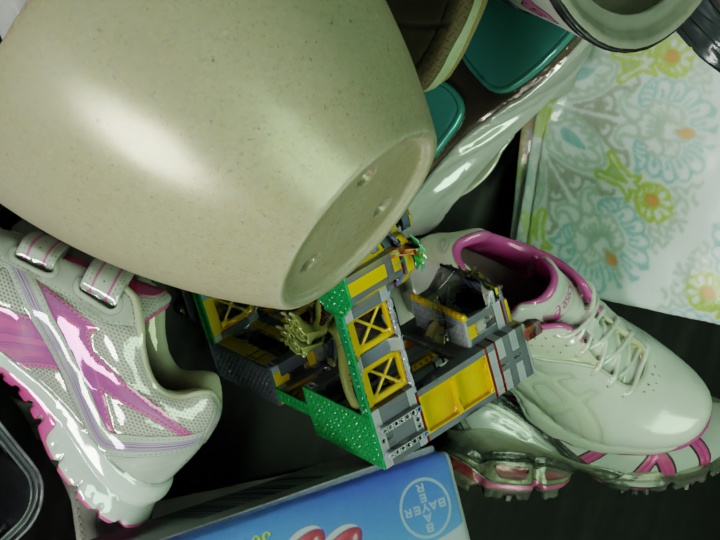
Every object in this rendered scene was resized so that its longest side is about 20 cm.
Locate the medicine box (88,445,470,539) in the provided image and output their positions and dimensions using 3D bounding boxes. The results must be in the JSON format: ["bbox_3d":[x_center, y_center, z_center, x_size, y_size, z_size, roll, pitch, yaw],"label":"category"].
[{"bbox_3d":[-0.031,0.206,1.341,0.182,0.103,0.201,-16,93,-30],"label":"medicine box"}]

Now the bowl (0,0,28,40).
[{"bbox_3d":[-0.094,-0.158,1.274,0.200,0.075,0.200,-45,163,-11],"label":"bowl"}]

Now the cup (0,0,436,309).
[{"bbox_3d":[-0.052,-0.066,1.209,0.200,0.143,0.200,-44,165,-16],"label":"cup"}]

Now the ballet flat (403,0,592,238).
[{"bbox_3d":[0.069,-0.092,1.435,0.069,0.070,0.200,29,112,-38],"label":"ballet flat"}]

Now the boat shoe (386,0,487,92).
[{"bbox_3d":[0.052,-0.184,1.342,0.076,0.072,0.201,-17,125,-56],"label":"boat shoe"}]

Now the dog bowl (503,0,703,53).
[{"bbox_3d":[0.107,-0.205,1.290,0.200,0.074,0.201,-21,117,-49],"label":"dog bowl"}]

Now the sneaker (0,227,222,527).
[{"bbox_3d":[-0.137,0.019,1.291,0.088,0.081,0.200,-38,100,12],"label":"sneaker"}]

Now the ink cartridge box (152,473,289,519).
[{"bbox_3d":[-0.044,0.220,1.476,0.146,0.086,0.201,-10,114,-30],"label":"ink cartridge box"}]

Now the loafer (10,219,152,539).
[{"bbox_3d":[-0.138,0.064,1.374,0.070,0.070,0.201,0,107,5],"label":"loafer"}]

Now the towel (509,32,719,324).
[{"bbox_3d":[0.176,-0.062,1.467,0.048,0.199,0.172,-29,128,-61],"label":"towel"}]

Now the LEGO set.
[{"bbox_3d":[0.000,0.000,1.362,0.116,0.200,0.154,-31,113,-26],"label":"LEGO set"}]

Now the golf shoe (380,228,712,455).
[{"bbox_3d":[0.108,0.039,1.466,0.200,0.092,0.075,25,66,-13],"label":"golf shoe"}]

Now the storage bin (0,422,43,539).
[{"bbox_3d":[-0.266,0.114,1.282,0.200,0.094,0.135,-43,125,-15],"label":"storage bin"}]

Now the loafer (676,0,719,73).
[{"bbox_3d":[0.164,-0.183,1.405,0.072,0.200,0.073,-47,149,20],"label":"loafer"}]

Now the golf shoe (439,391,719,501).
[{"bbox_3d":[0.137,0.077,1.556,0.200,0.073,0.092,0,105,-34],"label":"golf shoe"}]
